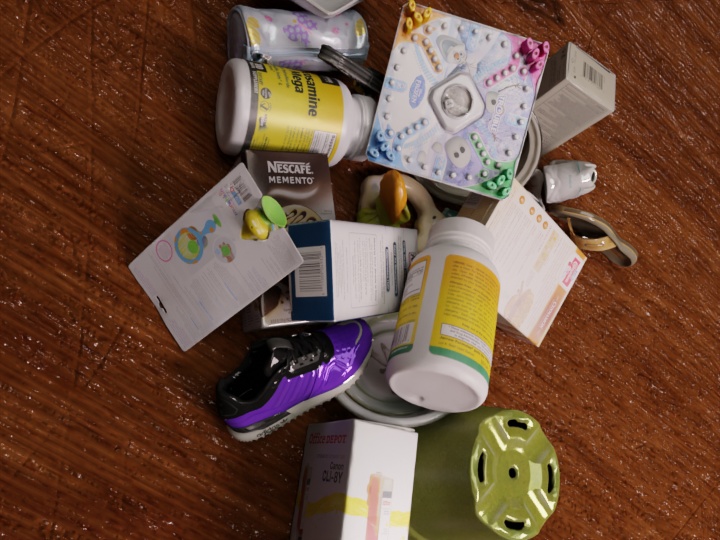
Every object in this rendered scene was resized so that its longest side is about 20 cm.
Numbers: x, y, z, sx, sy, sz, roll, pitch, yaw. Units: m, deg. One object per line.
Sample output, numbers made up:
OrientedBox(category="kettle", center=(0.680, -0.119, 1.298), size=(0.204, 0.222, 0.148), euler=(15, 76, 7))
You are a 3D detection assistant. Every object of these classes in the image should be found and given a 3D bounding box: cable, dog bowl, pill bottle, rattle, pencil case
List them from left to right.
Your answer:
OrientedBox(category="pencil case", center=(-0.084, -0.311, 0.777), size=(0.196, 0.090, 0.085), euler=(-15, 124, -33))
OrientedBox(category="pill bottle", center=(-0.079, -0.196, 0.735), size=(0.195, 0.112, 0.116), euler=(1, 75, -29))
OrientedBox(category="cable", center=(0.008, -0.246, 0.770), size=(0.096, 0.051, 0.199), euler=(38, 21, 13))
OrientedBox(category="rattle", center=(0.102, -0.088, 0.795), size=(0.195, 0.144, 0.133), euler=(14, 51, -18))
OrientedBox(category="pill bottle", center=(0.100, 0.044, 0.652), size=(0.111, 0.112, 0.204), euler=(28, 56, -19))
OrientedBox(category="dog bowl", center=(0.163, -0.197, 0.831), size=(0.198, 0.200, 0.075), euler=(34, 44, -15))

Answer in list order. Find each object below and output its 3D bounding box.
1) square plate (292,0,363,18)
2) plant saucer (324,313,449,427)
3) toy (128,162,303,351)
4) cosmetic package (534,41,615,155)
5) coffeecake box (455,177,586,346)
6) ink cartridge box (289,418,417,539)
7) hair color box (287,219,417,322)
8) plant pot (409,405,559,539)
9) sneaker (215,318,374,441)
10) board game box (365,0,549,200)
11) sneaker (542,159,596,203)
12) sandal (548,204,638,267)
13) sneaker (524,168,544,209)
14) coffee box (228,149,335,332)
OrientedBox(category="square plate", center=(-0.071, -0.423, 0.804), size=(0.196, 0.029, 0.200), euler=(34, 46, 9))
OrientedBox(category="plant saucer", center=(0.045, 0.115, 0.720), size=(0.194, 0.051, 0.203), euler=(1, 46, -1))
OrientedBox(category="toy", center=(-0.152, -0.012, 0.618), size=(0.117, 0.198, 0.047), euler=(56, 29, 0))
OrientedBox(category="cosmetic package", center=(0.289, -0.252, 0.903), size=(0.103, 0.199, 0.073), euler=(24, 65, -21))
OrientedBox(category="coffeecake box", center=(0.214, -0.012, 0.819), size=(0.199, 0.073, 0.156), euler=(37, 81, -29))
OrientedBox(category="ink cartridge box", center=(-0.015, 0.272, 0.621), size=(0.082, 0.145, 0.205), euler=(17, 68, -21))
OrientedBox(category="hair color box", center=(0.000, 0.000, 0.653), size=(0.198, 0.059, 0.103), euler=(-1, 89, -58))
OrientedBox(category="plant pot", center=(0.129, 0.240, 0.686), size=(0.196, 0.183, 0.206), euler=(9, 72, -27))
OrientedBox(category="sneaker", center=(-0.072, 0.103, 0.630), size=(0.198, 0.070, 0.101), euler=(-33, 137, -15))
OrientedBox(category="board game box", center=(0.123, -0.214, 0.723), size=(0.195, 0.026, 0.205), euler=(15, 94, -2))
OrientedBox(category="sneaker", center=(0.346, -0.146, 0.938), size=(0.200, 0.078, 0.072), euler=(-33, 115, -65))
OrientedBox(category="sandal", center=(0.404, -0.051, 0.993), size=(0.198, 0.080, 0.055), euler=(33, 84, -22))
OrientedBox(category="sneaker", center=(0.234, -0.079, 0.897), size=(0.077, 0.079, 0.204), euler=(30, 65, -19))
OrientedBox(category="coffee box", center=(-0.091, -0.035, 0.696), size=(0.110, 0.079, 0.206), euler=(-4, 82, -29))
